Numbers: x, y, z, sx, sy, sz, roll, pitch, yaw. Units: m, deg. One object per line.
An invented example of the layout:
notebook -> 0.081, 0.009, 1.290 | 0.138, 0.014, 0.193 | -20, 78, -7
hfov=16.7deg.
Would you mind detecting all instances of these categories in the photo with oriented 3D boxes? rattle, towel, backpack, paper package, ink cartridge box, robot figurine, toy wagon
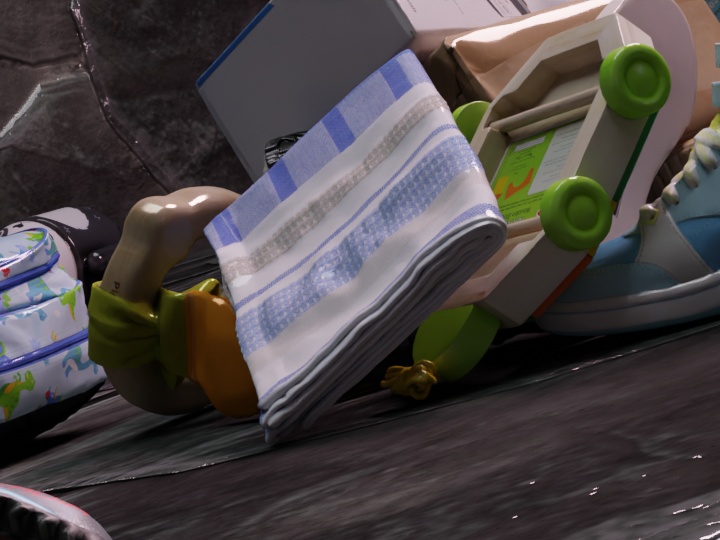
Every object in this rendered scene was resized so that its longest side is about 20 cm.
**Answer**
rattle -> -0.039, 0.030, 1.310 | 0.143, 0.130, 0.200 | 0, -15, 35
towel -> -0.008, -0.018, 1.147 | 0.147, 0.024, 0.200 | -42, 28, 12
backpack -> -0.235, 0.053, 1.377 | 0.200, 0.154, 0.163 | -1, -15, -45
paper package -> 0.102, -0.066, 1.401 | 0.200, 0.104, 0.191 | -20, -18, -37
ink cartridge box -> 0.026, -0.125, 1.424 | 0.145, 0.084, 0.200 | -44, -20, 32
robot figurine -> -0.340, -0.008, 2.751 | 0.150, 0.125, 0.200 | -50, -13, 25
toy wagon -> 0.069, -0.024, 1.121 | 0.155, 0.040, 0.200 | -15, 47, 63

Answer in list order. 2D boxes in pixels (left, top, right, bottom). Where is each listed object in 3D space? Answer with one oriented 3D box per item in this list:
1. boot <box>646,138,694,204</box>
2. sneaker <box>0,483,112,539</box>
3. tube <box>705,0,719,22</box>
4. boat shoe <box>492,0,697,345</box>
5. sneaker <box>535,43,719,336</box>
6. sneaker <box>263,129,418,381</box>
boot -> 0.211, -0.047, 1.297 | 0.200, 0.072, 0.166 | -18, 3, 45
sneaker -> -0.143, 0.093, 0.670 | 0.200, 0.079, 0.096 | -14, 2, 24
tube -> 0.193, -0.162, 1.472 | 0.077, 0.050, 0.200 | -39, -43, 15
boat shoe -> 0.101, -0.052, 1.227 | 0.093, 0.075, 0.200 | -18, 40, 46
sneaker -> 0.161, -0.049, 1.101 | 0.200, 0.131, 0.080 | -16, 4, 11
sneaker -> 0.000, 0.000, 1.274 | 0.074, 0.079, 0.200 | -12, 33, -6
